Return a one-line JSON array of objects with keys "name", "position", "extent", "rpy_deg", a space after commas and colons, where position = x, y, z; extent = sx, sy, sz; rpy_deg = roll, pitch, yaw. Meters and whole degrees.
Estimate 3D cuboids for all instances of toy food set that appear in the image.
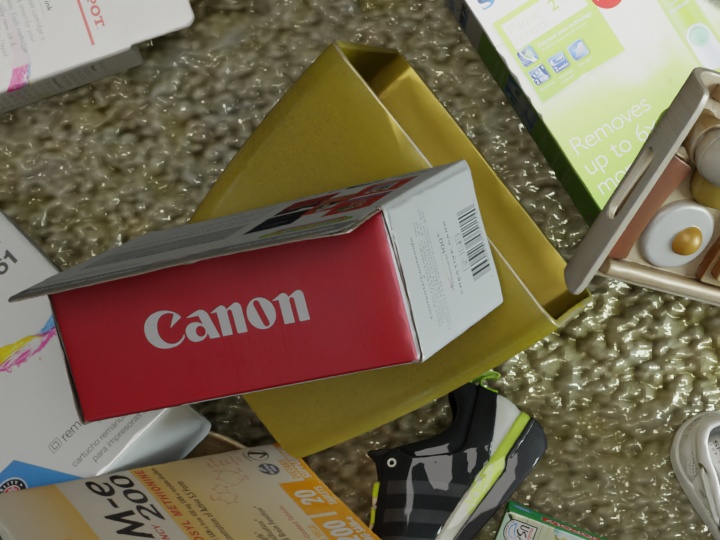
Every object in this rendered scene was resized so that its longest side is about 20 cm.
[{"name": "toy food set", "position": [0.228, -0.028, 1.331], "extent": [0.200, 0.060, 0.144], "rpy_deg": [14, 118, -36]}]

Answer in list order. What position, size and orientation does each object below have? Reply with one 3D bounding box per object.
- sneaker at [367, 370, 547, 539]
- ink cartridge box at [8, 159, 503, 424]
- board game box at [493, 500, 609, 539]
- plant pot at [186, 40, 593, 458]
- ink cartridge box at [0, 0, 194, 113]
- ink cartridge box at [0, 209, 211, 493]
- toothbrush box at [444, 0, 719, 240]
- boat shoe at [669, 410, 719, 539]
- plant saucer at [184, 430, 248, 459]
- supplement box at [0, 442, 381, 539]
[{"name": "sneaker", "position": [0.028, 0.147, 1.387], "extent": [0.083, 0.072, 0.200], "rpy_deg": [41, 78, 5]}, {"name": "ink cartridge box", "position": [-0.053, 0.016, 1.175], "extent": [0.200, 0.176, 0.084], "rpy_deg": [-12, 98, 24]}, {"name": "board game box", "position": [0.116, 0.256, 1.373], "extent": [0.134, 0.029, 0.200], "rpy_deg": [20, 98, 4]}, {"name": "plant pot", "position": [0.000, 0.000, 1.343], "extent": [0.176, 0.200, 0.200], "rpy_deg": [-40, 86, 12]}, {"name": "ink cartridge box", "position": [-0.210, -0.167, 1.413], "extent": [0.200, 0.068, 0.115], "rpy_deg": [-19, 85, 0]}, {"name": "ink cartridge box", "position": [-0.213, 0.069, 1.364], "extent": [0.145, 0.085, 0.200], "rpy_deg": [-45, 70, -4]}, {"name": "toothbrush box", "position": [0.164, -0.130, 1.396], "extent": [0.145, 0.086, 0.200], "rpy_deg": [-32, 84, -2]}, {"name": "boat shoe", "position": [0.257, 0.175, 1.376], "extent": [0.071, 0.069, 0.200], "rpy_deg": [-36, 86, -4]}, {"name": "plant saucer", "position": [-0.120, 0.194, 1.399], "extent": [0.200, 0.035, 0.201], "rpy_deg": [0, 86, 2]}, {"name": "supplement box", "position": [-0.101, 0.169, 1.273], "extent": [0.200, 0.126, 0.074], "rpy_deg": [-9, 121, -31]}]
